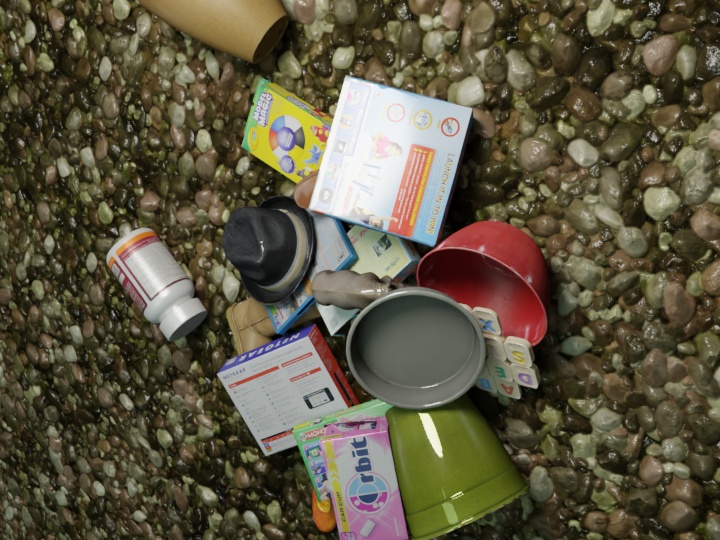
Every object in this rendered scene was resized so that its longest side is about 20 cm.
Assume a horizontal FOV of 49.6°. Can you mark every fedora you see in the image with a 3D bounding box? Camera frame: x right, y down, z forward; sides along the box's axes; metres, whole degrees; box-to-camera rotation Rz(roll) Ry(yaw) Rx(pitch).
[{"bbox_3d":[-0.167,-0.043,1.291,0.198,0.091,0.205,-17,65,41],"label":"fedora"}]

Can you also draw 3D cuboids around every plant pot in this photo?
[{"bbox_3d":[0.130,0.281,1.200,0.199,0.199,0.196,-34,73,33],"label":"plant pot"},{"bbox_3d":[-0.216,-0.425,1.223,0.199,0.187,0.187,41,121,1],"label":"plant pot"}]

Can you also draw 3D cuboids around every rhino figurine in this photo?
[{"bbox_3d":[0.008,0.031,1.164,0.197,0.087,0.061,4,90,39],"label":"rhino figurine"}]

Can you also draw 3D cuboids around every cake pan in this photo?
[{"bbox_3d":[0.078,0.107,1.104,0.195,0.037,0.204,2,121,4],"label":"cake pan"}]

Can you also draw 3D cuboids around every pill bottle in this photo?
[{"bbox_3d":[-0.383,0.028,1.479,0.201,0.109,0.110,51,123,9],"label":"pill bottle"}]

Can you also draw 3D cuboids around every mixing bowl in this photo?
[{"bbox_3d":[0.188,0.005,1.100,0.197,0.109,0.202,24,147,17],"label":"mixing bowl"}]

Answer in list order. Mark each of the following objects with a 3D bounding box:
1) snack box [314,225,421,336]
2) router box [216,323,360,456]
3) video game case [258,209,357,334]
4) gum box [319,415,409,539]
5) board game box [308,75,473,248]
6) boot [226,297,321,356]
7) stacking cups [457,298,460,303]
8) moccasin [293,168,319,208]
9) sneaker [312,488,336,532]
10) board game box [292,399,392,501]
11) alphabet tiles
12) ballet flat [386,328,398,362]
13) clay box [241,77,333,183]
[{"bbox_3d":[0.000,0.000,1.252,0.200,0.037,0.117,-43,62,29],"label":"snack box"},{"bbox_3d":[-0.122,0.211,1.358,0.197,0.049,0.182,-22,105,22],"label":"router box"},{"bbox_3d":[-0.098,-0.012,1.298,0.200,0.018,0.145,-45,54,25],"label":"video game case"},{"bbox_3d":[0.008,0.340,1.272,0.111,0.066,0.204,-10,101,6],"label":"gum box"},{"bbox_3d":[0.045,-0.155,1.128,0.192,0.056,0.204,17,90,11],"label":"board game box"},{"bbox_3d":[-0.138,0.102,1.376,0.198,0.066,0.178,-26,89,33],"label":"boot"},{"bbox_3d":[0.081,0.087,1.237,0.197,0.060,0.062,-19,94,34],"label":"stacking cups"},{"bbox_3d":[-0.011,-0.123,1.200,0.197,0.078,0.075,1,115,15],"label":"moccasin"},{"bbox_3d":[-0.061,0.388,1.401,0.072,0.077,0.204,19,114,24],"label":"sneaker"},{"bbox_3d":[0.000,0.298,1.313,0.196,0.029,0.137,-18,99,10],"label":"board game box"},{"bbox_3d":[0.167,0.119,1.156,0.197,0.015,0.197,11,141,34],"label":"alphabet tiles"},{"bbox_3d":[0.055,0.132,1.213,0.069,0.072,0.201,12,150,28],"label":"ballet flat"},{"bbox_3d":[-0.116,-0.222,1.281,0.198,0.047,0.117,33,118,19],"label":"clay box"}]
